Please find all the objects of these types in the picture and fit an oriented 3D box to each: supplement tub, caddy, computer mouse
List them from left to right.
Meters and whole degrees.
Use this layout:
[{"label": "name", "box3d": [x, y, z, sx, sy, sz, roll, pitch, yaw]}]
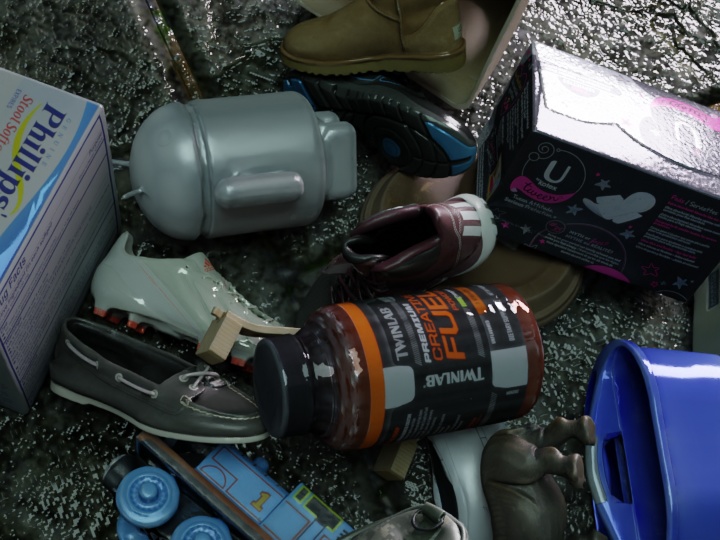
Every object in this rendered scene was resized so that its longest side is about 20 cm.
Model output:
[{"label": "supplement tub", "box3d": [0.026, 0.071, 0.858, 0.199, 0.107, 0.107, -8, 65, -23]}, {"label": "computer mouse", "box3d": [0.088, 0.126, 0.936, 0.109, 0.044, 0.201, -2, 66, -27]}, {"label": "caddy", "box3d": [0.221, 0.150, 0.896, 0.104, 0.142, 0.201, 1, 64, -10]}]

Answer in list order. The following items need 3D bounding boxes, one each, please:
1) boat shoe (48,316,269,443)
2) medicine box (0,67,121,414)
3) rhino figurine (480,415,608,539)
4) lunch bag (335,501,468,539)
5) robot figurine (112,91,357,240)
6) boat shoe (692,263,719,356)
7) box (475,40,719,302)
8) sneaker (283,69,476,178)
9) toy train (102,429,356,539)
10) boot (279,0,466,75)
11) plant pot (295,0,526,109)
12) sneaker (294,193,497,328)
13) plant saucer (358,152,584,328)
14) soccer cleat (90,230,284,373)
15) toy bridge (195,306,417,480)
[{"label": "boat shoe", "box3d": [-0.155, 0.082, 0.885, 0.199, 0.067, 0.057, 12, 104, 28]}, {"label": "medicine box", "box3d": [-0.267, -0.019, 0.885, 0.102, 0.200, 0.183, 20, 64, 3]}, {"label": "rhino figurine", "box3d": [0.134, 0.208, 0.867, 0.087, 0.060, 0.201, -4, 93, 31]}, {"label": "lunch bag", "box3d": [0.028, 0.273, 0.784, 0.167, 0.139, 0.201, -31, 116, -18]}, {"label": "robot figurine", "box3d": [-0.103, -0.086, 0.976, 0.199, 0.170, 0.114, -8, 109, -18]}, {"label": "boat shoe", "box3d": [0.335, 0.009, 1.023, 0.071, 0.070, 0.202, 23, 61, -17]}, {"label": "box", "box3d": [0.208, -0.084, 0.981, 0.199, 0.115, 0.133, 19, 43, -11]}, {"label": "sneaker", "box3d": [0.026, -0.147, 1.027, 0.199, 0.073, 0.082, 29, 53, 29]}, {"label": "toy train", "box3d": [-0.095, 0.190, 0.875, 0.200, 0.087, 0.114, 38, 58, 14]}, {"label": "boot", "box3d": [0.007, -0.267, 0.976, 0.174, 0.201, 0.066, 1, 33, 12]}, {"label": "plant pot", "box3d": [0.088, -0.305, 1.064, 0.199, 0.200, 0.177, 35, 44, 10]}, {"label": "sneaker", "box3d": [0.000, 0.000, 0.904, 0.200, 0.115, 0.076, -37, 70, 26]}, {"label": "plant saucer", "box3d": [0.097, -0.032, 1.004, 0.199, 0.030, 0.201, 6, 50, -7]}, {"label": "soccer cleat", "box3d": [-0.121, 0.029, 0.950, 0.199, 0.069, 0.078, 19, 81, 6]}, {"label": "toy bridge", "box3d": [-0.034, 0.084, 0.909, 0.200, 0.027, 0.067, 37, 62, -21]}]
